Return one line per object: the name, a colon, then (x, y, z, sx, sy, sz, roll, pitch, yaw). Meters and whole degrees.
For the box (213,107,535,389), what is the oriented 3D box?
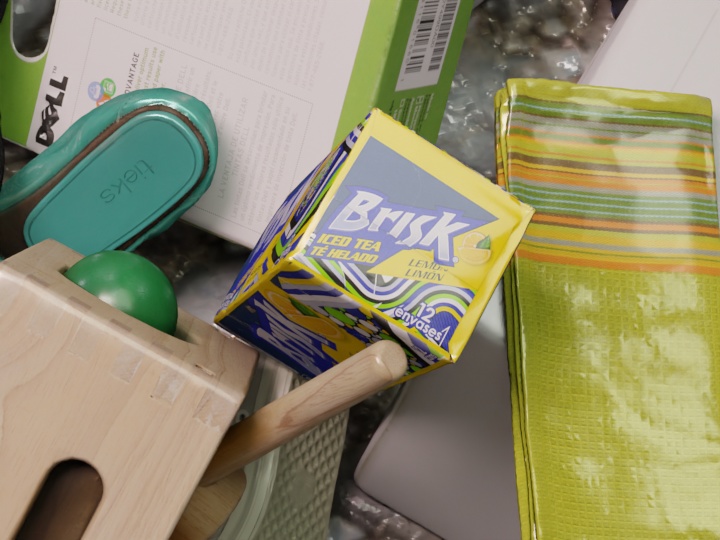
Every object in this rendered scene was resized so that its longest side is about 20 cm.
box: (0.000, 0.000, 0.960, 0.070, 0.200, 0.064, 32, 78, -5)

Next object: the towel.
towel: (0.096, 0.024, 0.948, 0.086, 0.018, 0.201, 2, 68, -10)

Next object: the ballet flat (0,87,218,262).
ballet flat: (-0.138, -0.008, 1.081, 0.200, 0.070, 0.067, -35, 98, 12)

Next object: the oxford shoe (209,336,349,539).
oxford shoe: (-0.054, 0.115, 1.069, 0.058, 0.075, 0.201, 0, 66, 32)

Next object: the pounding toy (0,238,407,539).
pounding toy: (-0.092, 0.075, 0.957, 0.142, 0.184, 0.201, 29, 94, -2)

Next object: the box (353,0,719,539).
box: (0.129, 0.023, 1.076, 0.171, 0.200, 0.199, 30, 63, 3)

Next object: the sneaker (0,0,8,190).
sneaker: (-0.174, -0.098, 1.048, 0.073, 0.112, 0.200, 18, 19, -25)

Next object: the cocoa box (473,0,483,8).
cocoa box: (-0.005, -0.216, 1.182, 0.200, 0.131, 0.133, 42, 50, 7)

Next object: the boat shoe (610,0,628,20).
boat shoe: (0.184, -0.198, 1.257, 0.200, 0.075, 0.093, -40, 100, -27)

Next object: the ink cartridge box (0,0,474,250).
ink cartridge box: (-0.063, -0.103, 1.118, 0.199, 0.148, 0.076, 23, 18, 24)
